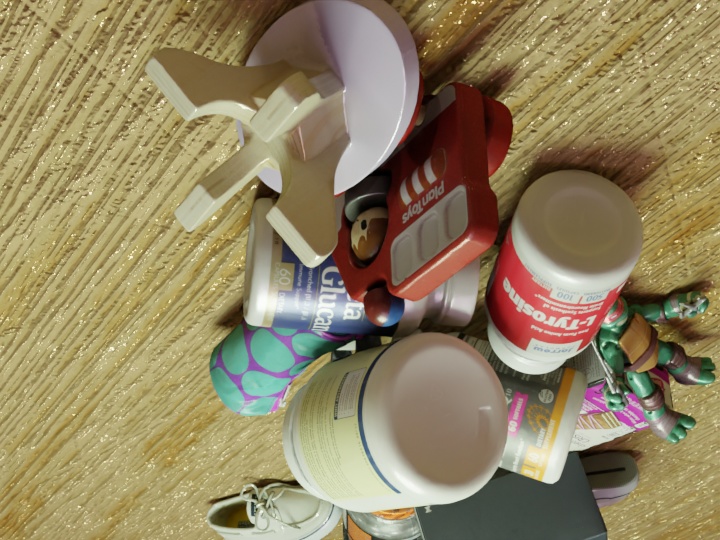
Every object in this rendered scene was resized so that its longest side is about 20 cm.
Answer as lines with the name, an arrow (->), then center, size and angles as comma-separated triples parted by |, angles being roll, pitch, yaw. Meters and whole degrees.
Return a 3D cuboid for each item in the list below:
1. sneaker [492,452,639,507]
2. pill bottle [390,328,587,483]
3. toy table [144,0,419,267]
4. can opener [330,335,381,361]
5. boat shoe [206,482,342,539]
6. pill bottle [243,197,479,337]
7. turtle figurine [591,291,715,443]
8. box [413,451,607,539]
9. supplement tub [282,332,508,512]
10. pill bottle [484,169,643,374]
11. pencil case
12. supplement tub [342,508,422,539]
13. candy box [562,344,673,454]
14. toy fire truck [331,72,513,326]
sneaker -> 0.241, 0.269, 1.737 | 0.197, 0.074, 0.071 | -2, 143, 1
pill bottle -> 0.119, 0.129, 1.421 | 0.197, 0.118, 0.117 | 17, 151, 9
toy table -> -0.056, -0.104, 1.016 | 0.184, 0.117, 0.201 | 42, 138, 10
can opener -> -0.007, 0.102, 1.460 | 0.052, 0.068, 0.201 | 2, 149, -3
boat shoe -> -0.119, 0.302, 1.800 | 0.200, 0.076, 0.086 | -13, 146, 38
pill bottle -> 0.000, 0.000, 1.246 | 0.197, 0.113, 0.112 | 5, 149, -9
turtle figurine -> 0.280, 0.076, 1.396 | 0.150, 0.100, 0.200 | -49, 131, -6
box -> 0.175, 0.318, 1.624 | 0.197, 0.105, 0.183 | -18, 146, 0
supplement tub -> 0.025, 0.142, 1.283 | 0.143, 0.147, 0.199 | 16, 161, -26
pill bottle -> 0.172, 0.010, 1.264 | 0.110, 0.114, 0.201 | 3, 149, -6
pencil case -> -0.068, 0.067, 1.378 | 0.092, 0.085, 0.200 | 45, 139, -2
supplement tub -> 0.038, 0.284, 1.713 | 0.120, 0.124, 0.201 | 0, 150, -1
candy box -> 0.219, 0.144, 1.540 | 0.199, 0.062, 0.136 | -25, 142, 36
toy fire truck -> 0.034, -0.052, 1.103 | 0.111, 0.170, 0.200 | 18, 145, -28
